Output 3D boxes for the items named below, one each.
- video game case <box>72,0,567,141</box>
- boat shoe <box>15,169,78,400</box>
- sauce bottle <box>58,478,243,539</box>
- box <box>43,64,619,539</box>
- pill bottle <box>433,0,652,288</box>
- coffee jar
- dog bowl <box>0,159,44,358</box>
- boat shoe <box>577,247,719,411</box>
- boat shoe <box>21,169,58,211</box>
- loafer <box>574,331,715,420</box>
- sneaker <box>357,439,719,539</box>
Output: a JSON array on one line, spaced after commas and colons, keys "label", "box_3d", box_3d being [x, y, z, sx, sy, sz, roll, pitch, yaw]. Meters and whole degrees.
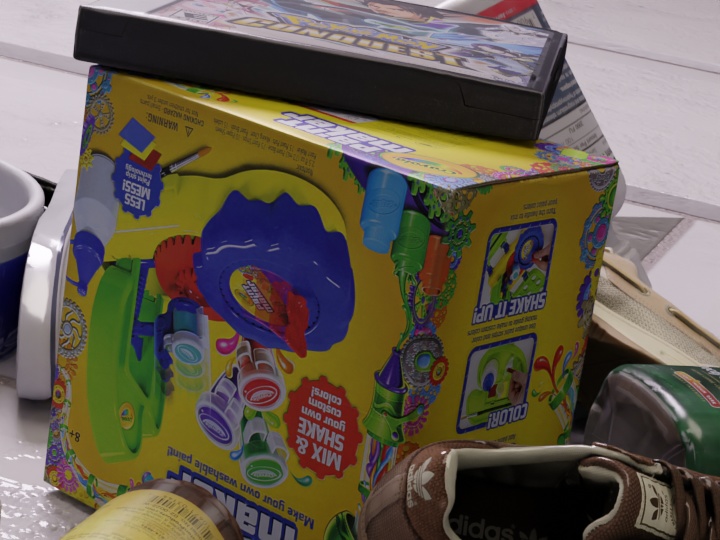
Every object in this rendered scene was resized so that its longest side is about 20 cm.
[{"label": "video game case", "box_3d": [-0.009, -0.103, 0.893, 0.198, 0.026, 0.181, 11, 16, 6]}, {"label": "boat shoe", "box_3d": [-0.136, 0.006, 1.036, 0.069, 0.072, 0.200, 6, 24, -1]}, {"label": "sauce bottle", "box_3d": [-0.103, 0.130, 0.681, 0.064, 0.065, 0.200, 14, 16, 17]}, {"label": "box", "box_3d": [-0.017, 0.026, 0.845, 0.199, 0.195, 0.121, 20, 20, 36]}, {"label": "pill bottle", "box_3d": [0.083, -0.058, 1.137, 0.119, 0.201, 0.120, -27, 5, 2]}, {"label": "coffee jar", "box_3d": [0.212, 0.093, 0.925, 0.198, 0.086, 0.104, 2, 19, -22]}, {"label": "dog bowl", "box_3d": [-0.269, -0.013, 1.043, 0.198, 0.080, 0.200, 8, 17, -3]}, {"label": "boat shoe", "box_3d": [0.115, 0.022, 1.027, 0.199, 0.073, 0.065, 36, 41, 22]}, {"label": "boat shoe", "box_3d": [-0.136, -0.021, 1.157, 0.198, 0.067, 0.074, 14, 16, 16]}, {"label": "loafer", "box_3d": [0.164, 0.056, 1.059, 0.198, 0.064, 0.072, 13, 17, 14]}, {"label": "sneaker", "box_3d": [0.101, 0.100, 0.703, 0.198, 0.071, 0.076, 6, -24, -12]}]
